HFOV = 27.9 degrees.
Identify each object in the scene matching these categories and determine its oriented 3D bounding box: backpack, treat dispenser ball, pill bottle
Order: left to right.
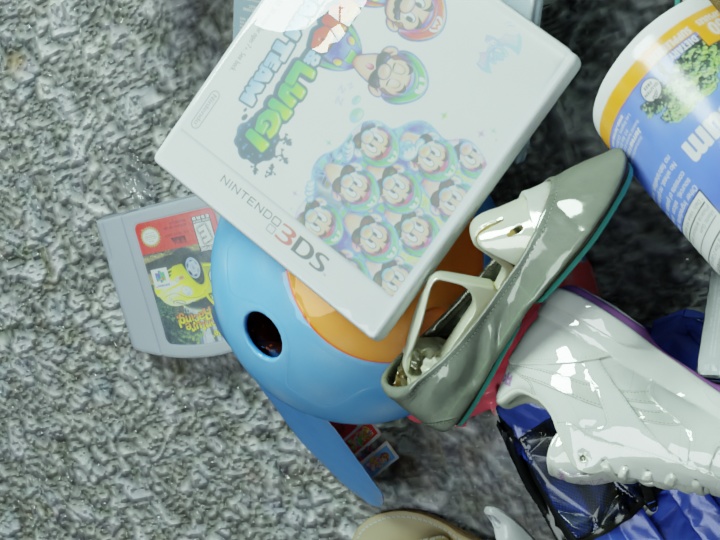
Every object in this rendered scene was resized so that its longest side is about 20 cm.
[{"bbox_3d":[0.000,0.000,0.964,0.199,0.200,0.203,12,112,33],"label":"treat dispenser ball"},{"bbox_3d":[0.198,0.136,0.920,0.167,0.162,0.201,-32,83,18],"label":"backpack"},{"bbox_3d":[0.228,-0.048,0.794,0.201,0.111,0.112,53,129,26],"label":"pill bottle"}]

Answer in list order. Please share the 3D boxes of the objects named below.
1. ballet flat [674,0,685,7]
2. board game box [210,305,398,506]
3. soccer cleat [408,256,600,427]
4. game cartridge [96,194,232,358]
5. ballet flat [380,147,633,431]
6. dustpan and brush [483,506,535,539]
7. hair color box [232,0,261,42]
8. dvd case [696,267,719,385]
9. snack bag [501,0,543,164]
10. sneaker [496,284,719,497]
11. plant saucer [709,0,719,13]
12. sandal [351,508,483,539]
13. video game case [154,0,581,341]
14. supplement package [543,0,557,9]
[{"bbox_3d":[0.208,-0.196,0.841,0.069,0.070,0.201,15,141,32],"label":"ballet flat"},{"bbox_3d":[-0.038,0.092,1.120,0.201,0.039,0.158,56,165,-20],"label":"board game box"},{"bbox_3d":[0.097,0.046,1.039,0.200,0.066,0.077,-44,45,43],"label":"soccer cleat"},{"bbox_3d":[-0.130,0.004,1.201,0.198,0.041,0.135,-11,102,38],"label":"game cartridge"},{"bbox_3d":[0.077,0.005,0.828,0.063,0.068,0.201,29,111,-10],"label":"ballet flat"},{"bbox_3d":[0.146,0.238,1.006,0.200,0.058,0.139,40,155,-22],"label":"dustpan and brush"},{"bbox_3d":[-0.039,-0.187,1.031,0.060,0.099,0.202,16,114,30],"label":"hair color box"},{"bbox_3d":[0.300,0.001,0.824,0.198,0.025,0.152,5,73,26],"label":"dvd case"},{"bbox_3d":[0.029,-0.179,0.884,0.198,0.021,0.191,19,117,27],"label":"snack bag"},{"bbox_3d":[0.165,0.097,0.815,0.199,0.075,0.100,36,89,27],"label":"sneaker"},{"bbox_3d":[0.227,-0.199,0.780,0.035,0.199,0.202,-17,94,57],"label":"plant saucer"},{"bbox_3d":[0.061,0.239,1.112,0.210,0.069,0.079,7,108,35],"label":"sandal"},{"bbox_3d":[0.000,-0.093,0.855,0.181,0.024,0.201,38,96,15],"label":"video game case"},{"bbox_3d":[0.086,-0.223,0.915,0.199,0.117,0.118,-31,85,38],"label":"supplement package"}]
